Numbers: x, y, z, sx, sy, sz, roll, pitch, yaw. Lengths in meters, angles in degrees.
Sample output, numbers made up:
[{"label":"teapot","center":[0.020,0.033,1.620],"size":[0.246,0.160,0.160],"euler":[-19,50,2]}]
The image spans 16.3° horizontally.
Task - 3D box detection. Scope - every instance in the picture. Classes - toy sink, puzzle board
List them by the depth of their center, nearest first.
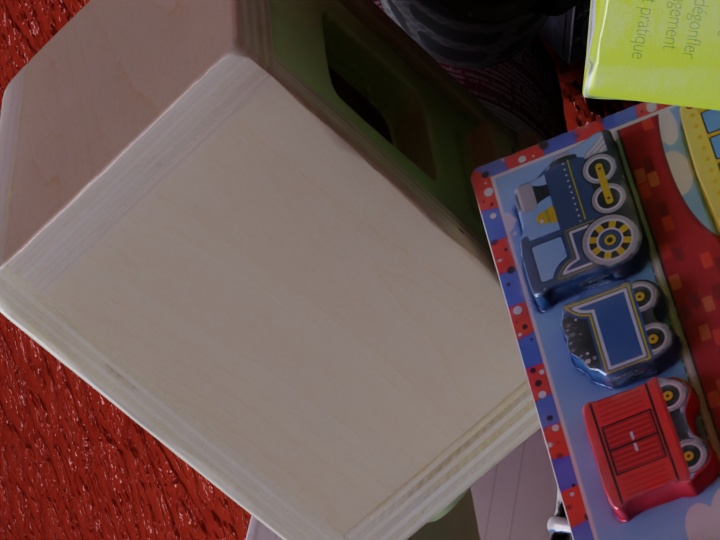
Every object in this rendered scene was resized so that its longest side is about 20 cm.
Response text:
[{"label":"puzzle board","center":[0.117,0.026,0.604],"size":[0.017,0.150,0.201],"euler":[53,-161,-53]},{"label":"toy sink","center":[0.000,0.000,0.745],"size":[0.200,0.112,0.131],"euler":[42,-161,-22]}]

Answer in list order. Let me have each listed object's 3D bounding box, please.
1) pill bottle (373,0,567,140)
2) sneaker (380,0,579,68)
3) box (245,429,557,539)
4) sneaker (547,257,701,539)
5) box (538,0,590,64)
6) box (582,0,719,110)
[{"label":"pill bottle","center":[0.020,-0.039,0.915],"size":[0.200,0.114,0.115],"euler":[-89,-3,-61]},{"label":"sneaker","center":[0.034,-0.103,0.745],"size":[0.200,0.073,0.088],"euler":[107,178,-65]},{"label":"box","center":[0.011,0.187,1.032],"size":[0.199,0.130,0.201],"euler":[93,-172,-51]},{"label":"sneaker","center":[0.073,0.091,0.632],"size":[0.077,0.085,0.201],"euler":[-15,73,42]},{"label":"box","center":[0.053,-0.195,0.925],"size":[0.200,0.043,0.161],"euler":[-127,30,-46]},{"label":"box","center":[0.156,-0.083,0.568],"size":[0.122,0.199,0.048],"euler":[95,-177,-47]}]
